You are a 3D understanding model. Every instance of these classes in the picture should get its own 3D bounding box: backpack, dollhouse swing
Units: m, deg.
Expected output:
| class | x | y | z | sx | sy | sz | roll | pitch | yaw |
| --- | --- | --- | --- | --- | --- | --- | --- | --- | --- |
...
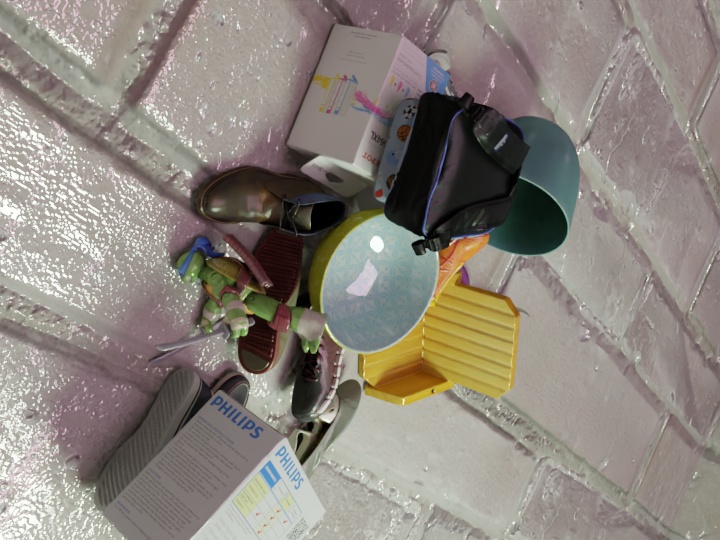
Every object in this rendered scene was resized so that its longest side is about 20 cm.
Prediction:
| class | x | y | z | sx | sy | sz | roll | pitch | yaw |
| --- | --- | --- | --- | --- | --- | --- | --- | --- | --- |
| backpack | 0.120 | -0.128 | 1.234 | 0.189 | 0.154 | 0.202 | 5 | 112 | -46 |
| dollhouse swing | 0.120 | 0.117 | 1.497 | 0.180 | 0.175 | 0.203 | -15 | 118 | -35 |

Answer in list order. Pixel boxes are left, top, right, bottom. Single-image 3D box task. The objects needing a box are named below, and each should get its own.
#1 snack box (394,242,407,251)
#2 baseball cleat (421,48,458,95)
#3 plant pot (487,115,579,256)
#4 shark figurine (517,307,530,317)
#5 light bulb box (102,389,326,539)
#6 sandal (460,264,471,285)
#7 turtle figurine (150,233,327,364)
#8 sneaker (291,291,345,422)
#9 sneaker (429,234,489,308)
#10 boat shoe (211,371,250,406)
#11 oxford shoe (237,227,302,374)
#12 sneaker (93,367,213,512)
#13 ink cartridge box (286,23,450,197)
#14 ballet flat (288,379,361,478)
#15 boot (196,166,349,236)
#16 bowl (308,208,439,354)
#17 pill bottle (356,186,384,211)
| class | x | y | z | sx | sy | sz | roll | pitch | yaw |
| --- | --- | --- | --- | --- | --- | --- | --- | --- | --- |
| snack box | 0.106 | -0.046 | 1.460 | 0.200 | 0.071 | 0.025 | 6 | 65 | -74 |
| baseball cleat | 0.128 | -0.268 | 1.445 | 0.199 | 0.069 | 0.108 | 11 | 98 | -52 |
| plant pot | 0.264 | -0.150 | 1.570 | 0.162 | 0.198 | 0.201 | -63 | 143 | -30 |
| shark figurine | 0.206 | 0.098 | 1.715 | 0.090 | 0.128 | 0.214 | -59 | 167 | 28 |
| light bulb box | -0.169 | 0.293 | 1.177 | 0.200 | 0.124 | 0.199 | -46 | 143 | -22 |
| sandal | 0.145 | 0.065 | 1.593 | 0.081 | 0.050 | 0.205 | -5 | 122 | -6 |
| turtle figurine | -0.150 | 0.072 | 1.189 | 0.144 | 0.192 | 0.202 | 123 | -17 | -50 |
| sneaker | -0.074 | 0.104 | 1.375 | 0.115 | 0.075 | 0.202 | 40 | 65 | -45 |
| sneaker | 0.108 | 0.008 | 1.416 | 0.199 | 0.078 | 0.073 | -35 | 169 | 9 |
| boat shoe | -0.190 | 0.235 | 1.289 | 0.073 | 0.062 | 0.202 | 36 | 78 | -52 |
| oxford shoe | -0.117 | 0.037 | 1.305 | 0.075 | 0.070 | 0.203 | 5 | 102 | -78 |
| sneaker | -0.245 | 0.226 | 1.208 | 0.201 | 0.078 | 0.080 | -56 | 134 | -19 |
| ink cartridge box | 0.007 | -0.200 | 1.285 | 0.128 | 0.124 | 0.202 | 23 | 87 | -52 |
| ballet flat | -0.067 | 0.238 | 1.438 | 0.201 | 0.067 | 0.064 | -57 | 133 | -16 |
| boot | -0.106 | -0.087 | 1.222 | 0.199 | 0.096 | 0.076 | -11 | 114 | -48 |
| bowl | 0.000 | 0.000 | 1.323 | 0.198 | 0.107 | 0.203 | -16 | 119 | -31 |
| pill bottle | 0.088 | -0.115 | 1.431 | 0.199 | 0.108 | 0.111 | -13 | 116 | -47 |
